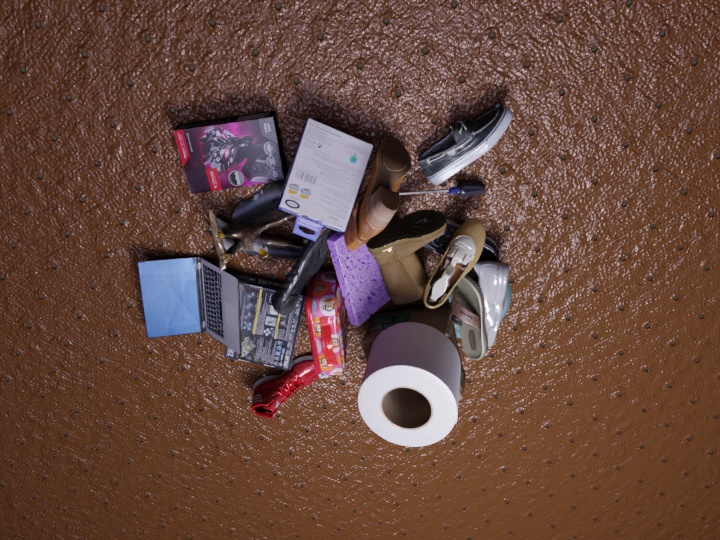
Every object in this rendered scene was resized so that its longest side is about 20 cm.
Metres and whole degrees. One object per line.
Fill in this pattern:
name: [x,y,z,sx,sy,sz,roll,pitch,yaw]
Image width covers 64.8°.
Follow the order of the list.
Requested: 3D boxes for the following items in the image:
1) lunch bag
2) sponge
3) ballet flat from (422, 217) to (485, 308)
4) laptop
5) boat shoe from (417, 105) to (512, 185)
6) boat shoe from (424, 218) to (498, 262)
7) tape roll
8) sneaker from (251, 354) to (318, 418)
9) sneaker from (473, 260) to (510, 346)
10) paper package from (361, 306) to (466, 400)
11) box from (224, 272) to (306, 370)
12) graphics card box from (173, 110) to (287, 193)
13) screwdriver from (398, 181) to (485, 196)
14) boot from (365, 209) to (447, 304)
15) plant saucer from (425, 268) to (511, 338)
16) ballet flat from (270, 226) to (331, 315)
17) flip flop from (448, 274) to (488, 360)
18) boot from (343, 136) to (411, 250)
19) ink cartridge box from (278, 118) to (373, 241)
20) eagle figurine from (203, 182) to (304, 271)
lunch bag: [-0.068,0.118,1.195,0.079,0.178,0.205,-5,118,1]
sponge: [0.000,0.000,1.180,0.111,0.029,0.205,-35,124,-34]
ballet flat: [0.185,-0.008,1.115,0.068,0.063,0.204,30,106,8]
laptop: [-0.358,0.082,1.203,0.197,0.115,0.192,24,125,32]
boat shoe: [0.193,-0.245,1.067,0.199,0.073,0.071,-40,116,20]
boat shoe: [0.196,-0.053,1.171,0.195,0.067,0.071,19,116,-11]
tape roll: [0.101,0.229,1.142,0.196,0.140,0.208,6,121,11]
sneaker: [-0.167,0.281,1.313,0.197,0.116,0.079,-30,115,15]
sneaker: [0.262,0.066,1.203,0.086,0.076,0.205,11,122,17]
paper package: [0.121,0.189,1.256,0.194,0.104,0.195,-7,117,18]
box: [-0.213,0.117,1.265,0.156,0.049,0.205,10,117,-8]
graphics card box: [-0.245,-0.225,1.084,0.193,0.051,0.129,-7,118,2]
screwdriver: [0.158,-0.152,1.109,0.194,0.030,0.028,-11,157,-20]
boot: [0.113,-0.023,1.154,0.170,0.068,0.201,-15,140,15]
plant saucer: [0.242,0.074,1.257,0.193,0.036,0.205,-1,118,-1]
ballet flat: [-0.122,-0.003,1.135,0.203,0.057,0.066,-57,147,9]
flip flop: [0.215,0.097,1.179,0.057,0.080,0.206,-24,110,-35]
boot: [0.023,-0.147,1.085,0.072,0.204,0.155,27,142,-16]
ink cartridge box: [-0.073,-0.160,1.065,0.133,0.076,0.206,19,90,-10]
eagle figurine: [-0.202,-0.074,1.138,0.196,0.154,0.152,-23,167,-27]
